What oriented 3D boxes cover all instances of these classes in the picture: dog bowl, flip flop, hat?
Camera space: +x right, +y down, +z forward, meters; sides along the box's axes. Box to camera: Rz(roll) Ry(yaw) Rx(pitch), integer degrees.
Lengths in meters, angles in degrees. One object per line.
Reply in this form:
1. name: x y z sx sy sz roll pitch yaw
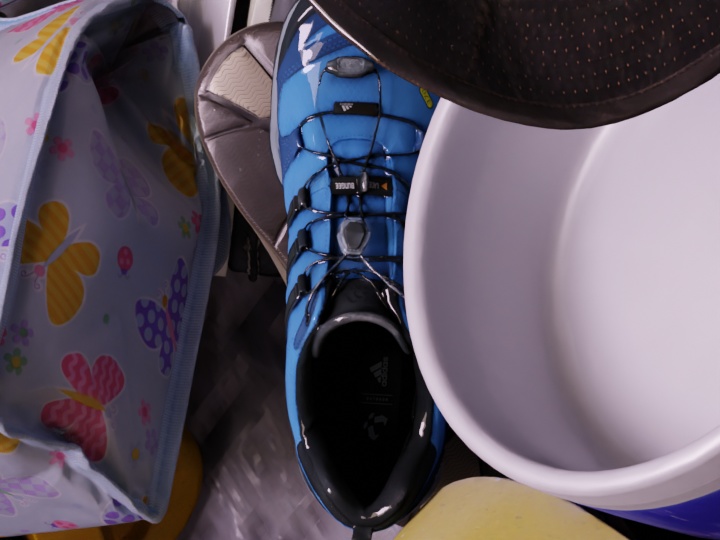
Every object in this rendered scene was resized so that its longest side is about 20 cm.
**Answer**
1. dog bowl: 0.111 -0.016 0.975 0.200 0.079 0.201 -20 60 40
2. flip flop: 0.000 0.000 1.123 0.081 0.058 0.201 -28 97 3
3. hat: 0.050 -0.135 0.956 0.081 0.199 0.202 114 142 -77

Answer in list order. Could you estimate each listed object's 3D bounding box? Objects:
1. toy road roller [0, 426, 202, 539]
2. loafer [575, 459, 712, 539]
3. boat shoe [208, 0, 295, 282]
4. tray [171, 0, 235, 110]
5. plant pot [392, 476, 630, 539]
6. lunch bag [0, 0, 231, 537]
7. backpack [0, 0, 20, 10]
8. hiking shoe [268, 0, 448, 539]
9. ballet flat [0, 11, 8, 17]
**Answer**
1. toy road roller: -0.138 0.118 1.267 0.123 0.146 0.200 46 160 33
2. loafer: 0.116 0.071 1.027 0.199 0.063 0.072 13 103 44
3. boat shoe: -0.013 -0.087 1.148 0.075 0.066 0.200 -89 11 -75
4. tray: -0.053 -0.160 1.166 0.107 0.022 0.201 -106 24 -76
5. plant pot: 0.040 0.190 1.000 0.200 0.142 0.201 37 148 29
6. lunch bag: -0.143 -0.004 1.133 0.169 0.127 0.201 -11 59 34
7. backpack: -0.200 -0.192 1.244 0.200 0.177 0.151 47 153 33
8. hiking shoe: 0.007 -0.005 1.049 0.087 0.074 0.201 -96 1 -82
9. ballet flat: -0.123 -0.039 1.262 0.200 0.070 0.071 49 124 31
